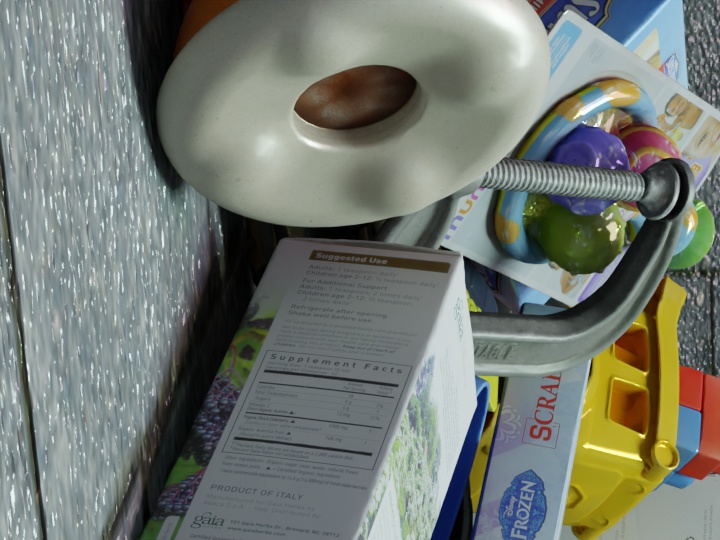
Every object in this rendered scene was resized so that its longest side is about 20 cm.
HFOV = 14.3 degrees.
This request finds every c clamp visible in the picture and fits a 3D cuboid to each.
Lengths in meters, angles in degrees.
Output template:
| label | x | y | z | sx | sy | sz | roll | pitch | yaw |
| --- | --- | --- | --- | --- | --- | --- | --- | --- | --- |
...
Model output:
| label | x | y | z | sx | sy | sz | roll | pitch | yaw |
| --- | --- | --- | --- | --- | --- | --- | --- | --- | --- |
| c clamp | 0.071 | -0.018 | 1.197 | 0.200 | 0.027 | 0.171 | 10 | 121 | -45 |

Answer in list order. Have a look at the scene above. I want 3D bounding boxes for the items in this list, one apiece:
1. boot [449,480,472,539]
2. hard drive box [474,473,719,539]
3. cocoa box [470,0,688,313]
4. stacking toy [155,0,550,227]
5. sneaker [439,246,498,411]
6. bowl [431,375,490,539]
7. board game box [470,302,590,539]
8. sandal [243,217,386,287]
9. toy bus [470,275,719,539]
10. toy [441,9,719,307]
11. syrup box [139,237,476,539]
| label | x | y | z | sx | sy | sz | roll | pitch | yaw |
| --- | --- | --- | --- | --- | --- | --- | --- | --- | --- |
| boot | 0.024 | 0.094 | 1.476 | 0.144 | 0.072 | 0.201 | 21 | 69 | -85 |
| hard drive box | 0.123 | 0.164 | 1.680 | 0.077 | 0.199 | 0.156 | 82 | 13 | -47 |
| cocoa box | 0.068 | -0.088 | 1.370 | 0.133 | 0.131 | 0.200 | -46 | 161 | -8 |
| stacking toy | -0.016 | -0.130 | 1.088 | 0.146 | 0.146 | 0.200 | 77 | 1 | -56 |
| sneaker | 0.000 | 0.000 | 1.299 | 0.074 | 0.082 | 0.200 | -79 | 152 | -42 |
| bowl | 0.006 | 0.136 | 1.269 | 0.201 | 0.039 | 0.201 | 19 | 90 | -82 |
| board game box | 0.072 | 0.154 | 1.398 | 0.200 | 0.041 | 0.200 | 95 | 8 | -51 |
| sandal | -0.022 | -0.016 | 1.194 | 0.055 | 0.082 | 0.200 | 42 | -32 | 46 |
| toy bus | 0.125 | 0.048 | 1.606 | 0.136 | 0.192 | 0.200 | 127 | -27 | -52 |
| toy | 0.113 | -0.034 | 1.284 | 0.115 | 0.047 | 0.200 | -56 | 152 | 7 |
| syrup box | -0.016 | 0.078 | 1.089 | 0.200 | 0.081 | 0.079 | -69 | 159 | -50 |
